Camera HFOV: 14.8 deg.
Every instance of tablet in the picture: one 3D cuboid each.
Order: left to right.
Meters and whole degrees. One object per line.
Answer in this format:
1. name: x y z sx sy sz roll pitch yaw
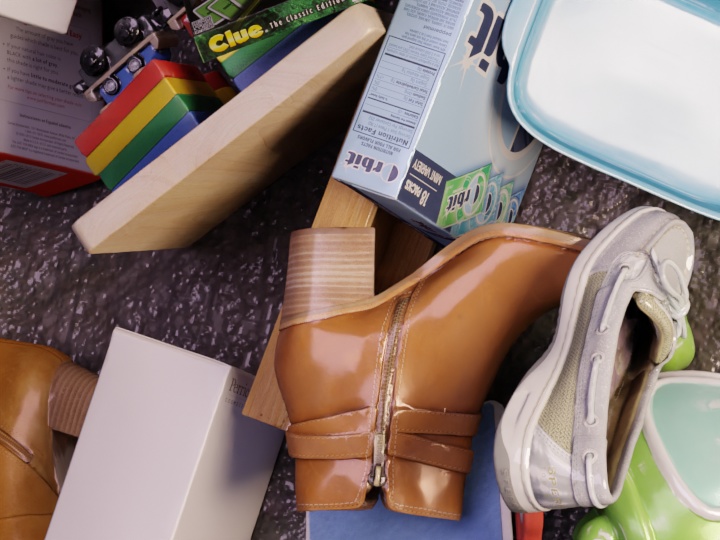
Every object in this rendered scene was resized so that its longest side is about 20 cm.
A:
1. tablet: 0.027 0.161 1.513 0.129 0.014 0.201 -25 35 18

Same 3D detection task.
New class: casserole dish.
1. casserole dish: 0.167 -0.102 1.521 0.199 0.039 0.122 22 86 -9

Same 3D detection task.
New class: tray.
1. tray: 0.000 0.000 1.574 0.037 0.099 0.201 20 86 25

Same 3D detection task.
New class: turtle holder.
1. turtle holder: 0.173 0.115 1.473 0.131 0.186 0.142 -22 113 2

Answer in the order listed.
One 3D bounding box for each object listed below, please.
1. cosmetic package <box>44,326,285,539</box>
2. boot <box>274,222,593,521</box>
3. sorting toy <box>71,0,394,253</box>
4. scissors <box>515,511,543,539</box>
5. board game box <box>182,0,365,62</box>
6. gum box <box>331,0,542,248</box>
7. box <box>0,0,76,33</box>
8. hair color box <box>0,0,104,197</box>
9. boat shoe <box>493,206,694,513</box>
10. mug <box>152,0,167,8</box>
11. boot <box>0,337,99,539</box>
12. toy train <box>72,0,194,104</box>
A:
1. cosmetic package: -0.119 0.146 1.587 0.084 0.108 0.201 17 86 24
2. boot: 0.053 0.055 1.482 0.198 0.077 0.157 -1 82 -1
3. sorting toy: -0.068 -0.097 1.561 0.198 0.200 0.070 -37 84 11
4. scissors: 0.087 0.164 1.438 0.014 0.073 0.202 -2 93 -4
5. board game box: -0.057 -0.194 1.489 0.104 0.024 0.201 -19 42 0
6. gum box: 0.068 -0.118 1.534 0.044 0.170 0.201 20 86 24
7. box: -0.241 -0.240 1.591 0.199 0.106 0.153 25 98 43
8. hair color box: -0.212 -0.155 1.688 0.061 0.101 0.202 -14 71 41
9. boat shoe: 0.132 0.045 1.401 0.064 0.075 0.202 3 40 31
10. mug: -0.055 -0.251 1.634 0.152 0.149 0.188 -10 81 11
11. boot: -0.219 0.142 1.656 0.143 0.071 0.203 14 81 30
12. toy train: -0.085 -0.154 1.574 0.200 0.034 0.046 -37 85 20
